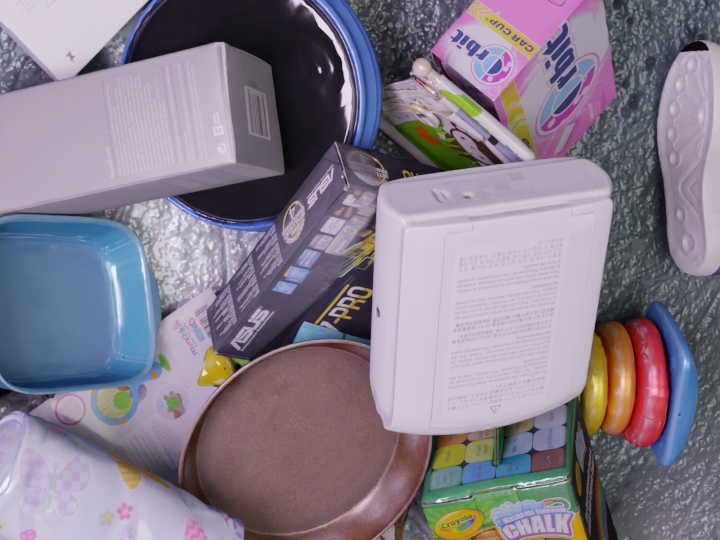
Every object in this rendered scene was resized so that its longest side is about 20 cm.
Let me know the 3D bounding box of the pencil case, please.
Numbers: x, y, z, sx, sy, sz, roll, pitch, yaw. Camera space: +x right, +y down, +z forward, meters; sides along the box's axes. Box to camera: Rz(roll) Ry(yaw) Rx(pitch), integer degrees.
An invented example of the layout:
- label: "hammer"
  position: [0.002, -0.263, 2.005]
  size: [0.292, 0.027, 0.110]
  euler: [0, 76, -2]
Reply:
- label: "pencil case"
  position: [-0.175, 0.175, 0.963]
  size: [0.199, 0.083, 0.092]
  euler: [31, 87, -27]

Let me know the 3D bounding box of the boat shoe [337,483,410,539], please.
- label: "boat shoe"
  position: [0.009, 0.182, 1.149]
  size: [0.072, 0.065, 0.203]
  euler: [15, 77, -10]

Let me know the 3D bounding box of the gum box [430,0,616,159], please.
- label: "gum box"
  position: [0.130, -0.147, 1.069]
  size: [0.066, 0.200, 0.114]
  euler: [40, 85, 23]

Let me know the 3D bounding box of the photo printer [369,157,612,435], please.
- label: "photo printer"
  position: [0.087, 0.026, 0.983]
  size: [0.164, 0.070, 0.202]
  euler: [-9, 126, -14]

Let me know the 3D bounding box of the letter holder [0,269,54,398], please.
- label: "letter holder"
  position: [-0.292, 0.019, 0.972]
  size: [0.099, 0.142, 0.202]
  euler: [-23, 107, -13]

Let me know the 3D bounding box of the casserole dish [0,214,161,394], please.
- label: "casserole dish"
  position: [-0.212, 0.025, 0.983]
  size: [0.199, 0.038, 0.123]
  euler: [0, 82, -61]

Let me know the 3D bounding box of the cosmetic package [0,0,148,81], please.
- label: "cosmetic package"
  position: [-0.196, -0.255, 0.999]
  size: [0.200, 0.052, 0.151]
  euler: [-46, 106, -5]

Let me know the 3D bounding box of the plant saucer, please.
- label: "plant saucer"
  position: [-0.043, 0.135, 1.057]
  size: [0.197, 0.035, 0.203]
  euler: [-9, 118, -17]

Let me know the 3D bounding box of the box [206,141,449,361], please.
- label: "box"
  position: [0.000, 0.000, 1.046]
  size: [0.160, 0.050, 0.200]
  euler: [14, 134, -32]

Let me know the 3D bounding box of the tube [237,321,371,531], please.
- label: "tube"
  position: [-0.061, 0.130, 1.090]
  size: [0.077, 0.050, 0.201]
  euler: [14, 115, -41]

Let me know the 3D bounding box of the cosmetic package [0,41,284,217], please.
- label: "cosmetic package"
  position: [-0.162, -0.090, 0.965]
  size: [0.197, 0.107, 0.092]
  euler: [-7, 89, 14]

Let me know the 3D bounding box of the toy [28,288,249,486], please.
- label: "toy"
  position: [-0.171, 0.115, 1.083]
  size: [0.199, 0.047, 0.116]
  euler: [-34, 105, -15]

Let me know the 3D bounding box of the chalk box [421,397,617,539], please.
- label: "chalk box"
  position: [0.124, 0.180, 1.119]
  size: [0.122, 0.125, 0.202]
  euler: [-13, 115, 17]

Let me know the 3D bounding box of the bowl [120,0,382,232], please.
- label: "bowl"
  position: [-0.084, -0.126, 1.021]
  size: [0.197, 0.039, 0.204]
  euler: [3, 103, 12]

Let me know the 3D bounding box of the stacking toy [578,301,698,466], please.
- label: "stacking toy"
  position: [0.171, 0.093, 1.177]
  size: [0.197, 0.110, 0.118]
  euler: [0, 116, -7]

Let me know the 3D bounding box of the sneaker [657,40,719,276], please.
- label: "sneaker"
  position: [0.335, -0.096, 1.204]
  size: [0.145, 0.080, 0.203]
  euler: [-6, 99, -26]

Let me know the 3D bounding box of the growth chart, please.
- label: "growth chart"
  position: [0.068, -0.099, 1.049]
  size: [0.144, 0.200, 0.018]
  euler: [37, 80, -13]
